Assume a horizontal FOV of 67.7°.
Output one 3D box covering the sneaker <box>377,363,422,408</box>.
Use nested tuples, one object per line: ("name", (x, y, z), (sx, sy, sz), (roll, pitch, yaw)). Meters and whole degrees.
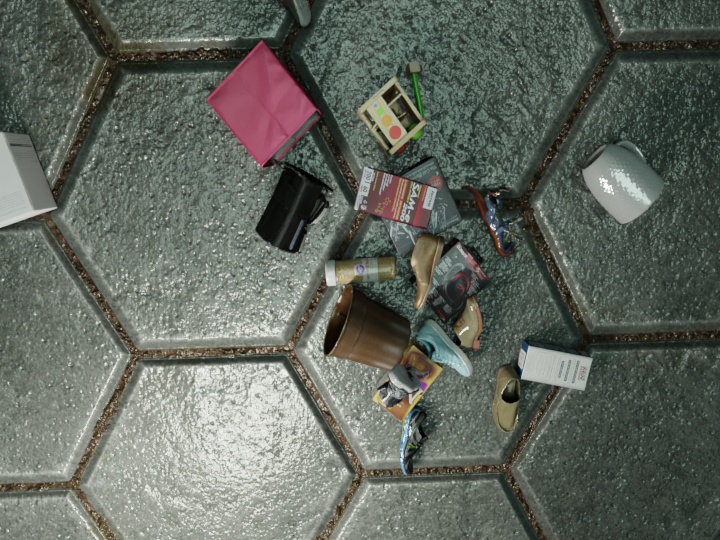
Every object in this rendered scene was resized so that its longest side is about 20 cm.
("sneaker", (0.092, 0.316, 1.439), (0.112, 0.199, 0.077), (-35, 66, 10))

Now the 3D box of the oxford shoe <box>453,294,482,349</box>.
("oxford shoe", (0.294, 0.152, 1.486), (0.072, 0.072, 0.205), (-7, 130, 0))

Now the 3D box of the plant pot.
("plant pot", (0.022, 0.170, 1.464), (0.193, 0.201, 0.206), (23, 100, -13))

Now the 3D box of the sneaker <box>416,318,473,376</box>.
("sneaker", (0.232, 0.238, 1.525), (0.200, 0.074, 0.082), (46, 69, 1))

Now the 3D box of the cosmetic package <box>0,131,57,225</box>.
("cosmetic package", (-0.938, -0.224, 1.390), (0.192, 0.123, 0.207), (-17, 100, 2))

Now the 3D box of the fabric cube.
("fabric cube", (-0.231, -0.403, 1.339), (0.199, 0.197, 0.200), (-42, 100, 7))

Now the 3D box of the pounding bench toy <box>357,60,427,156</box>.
("pounding bench toy", (0.111, -0.411, 1.383), (0.199, 0.124, 0.157), (-40, 100, 6))

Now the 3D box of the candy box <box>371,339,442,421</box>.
("candy box", (0.133, 0.320, 1.557), (0.115, 0.057, 0.202), (36, 99, -8))

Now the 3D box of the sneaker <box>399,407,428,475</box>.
("sneaker", (0.158, 0.509, 1.585), (0.079, 0.071, 0.208), (8, 98, 3))

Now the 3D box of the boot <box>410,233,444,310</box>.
("boot", (0.160, 0.002, 1.411), (0.073, 0.074, 0.208), (12, 104, -2))

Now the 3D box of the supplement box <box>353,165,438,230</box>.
("supplement box", (0.087, -0.183, 1.353), (0.193, 0.061, 0.113), (15, 99, -4))

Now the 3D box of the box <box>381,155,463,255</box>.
("box", (0.147, -0.175, 1.439), (0.195, 0.104, 0.186), (-28, 101, 4))

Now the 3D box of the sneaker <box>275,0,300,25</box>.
("sneaker", (-0.196, -0.706, 1.359), (0.080, 0.077, 0.205), (-22, 101, 30))

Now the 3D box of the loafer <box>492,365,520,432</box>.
("loafer", (0.428, 0.384, 1.571), (0.073, 0.068, 0.208), (-4, 101, -1))

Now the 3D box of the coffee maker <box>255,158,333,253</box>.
("coffee maker", (-0.192, -0.165, 1.399), (0.188, 0.135, 0.205), (23, 101, -31))

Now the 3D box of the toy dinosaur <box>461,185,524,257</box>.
("toy dinosaur", (0.378, -0.134, 1.488), (0.195, 0.104, 0.188), (17, 118, 33))

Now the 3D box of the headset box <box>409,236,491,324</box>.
("headset box", (0.256, 0.020, 1.493), (0.199, 0.075, 0.149), (-42, 99, 6))

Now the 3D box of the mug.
("mug", (0.696, -0.260, 1.431), (0.174, 0.148, 0.201), (41, 67, -2))

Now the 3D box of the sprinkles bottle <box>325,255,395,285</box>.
("sprinkles bottle", (0.000, 0.000, 1.486), (0.192, 0.068, 0.071), (-5, 101, -1))

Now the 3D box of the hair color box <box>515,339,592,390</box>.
("hair color box", (0.559, 0.273, 1.557), (0.192, 0.061, 0.104), (11, 101, -3))
